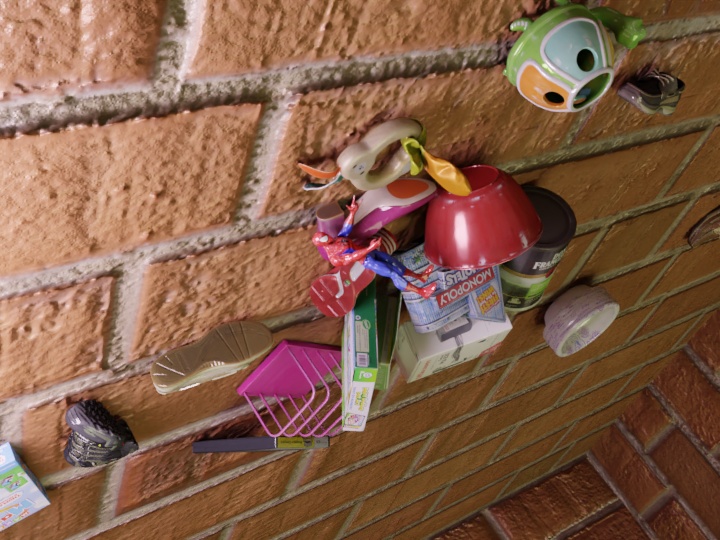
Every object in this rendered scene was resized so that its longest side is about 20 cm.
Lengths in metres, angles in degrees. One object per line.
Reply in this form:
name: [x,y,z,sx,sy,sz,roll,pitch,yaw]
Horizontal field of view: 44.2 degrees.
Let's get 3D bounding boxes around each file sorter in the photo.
file sorter: [-0.097,0.228,1.644,0.139,0.126,0.199,-46,151,17]

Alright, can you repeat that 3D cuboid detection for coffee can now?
coffee can: [0.306,-0.039,1.674,0.145,0.147,0.201,-23,151,-23]

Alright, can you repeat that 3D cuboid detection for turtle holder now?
turtle holder: [0.305,-0.303,1.272,0.184,0.132,0.142,-17,147,-32]

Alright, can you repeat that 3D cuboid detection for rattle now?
rattle: [0.030,-0.122,1.238,0.199,0.144,0.130,-23,169,-36]

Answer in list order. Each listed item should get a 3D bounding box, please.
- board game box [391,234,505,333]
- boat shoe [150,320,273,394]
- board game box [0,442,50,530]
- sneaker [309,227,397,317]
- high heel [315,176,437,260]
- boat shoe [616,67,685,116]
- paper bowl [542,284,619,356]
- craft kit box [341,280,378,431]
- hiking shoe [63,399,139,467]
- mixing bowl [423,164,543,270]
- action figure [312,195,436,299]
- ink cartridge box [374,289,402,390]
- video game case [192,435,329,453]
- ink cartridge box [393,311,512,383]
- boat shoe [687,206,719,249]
board game box: [0.171,0.023,1.553,0.199,0.202,0.061,-28,-165,-27]
boat shoe: [-0.234,0.141,1.412,0.199,0.074,0.063,-25,158,-16]
board game box: [-0.581,0.353,1.374,0.150,0.037,0.201,-28,152,-18]
sneaker: [0.000,0.000,1.455,0.115,0.079,0.200,-42,-177,-38]
high heel: [0.024,-0.080,1.364,0.198,0.068,0.097,-15,139,-9]
boat shoe: [0.517,-0.323,1.570,0.199,0.074,0.074,-13,136,-54]
paper bowl: [0.546,0.116,2.244,0.199,0.105,0.201,-27,152,-16]
craft kit box: [-0.004,0.141,1.535,0.048,0.202,0.199,5,141,-8]
hiking shoe: [-0.421,0.270,1.386,0.100,0.076,0.200,-36,154,-8]
mixing bowl: [0.185,-0.100,1.428,0.199,0.200,0.109,-27,119,-17]
action figure: [0.030,-0.035,1.303,0.198,0.066,0.099,17,125,-18]
ink cartridge box: [0.043,0.107,1.605,0.047,0.147,0.201,7,146,2]
video game case: [-0.188,0.335,1.702,0.198,0.026,0.180,-10,166,30]
ink cartridge box: [0.170,0.127,1.681,0.198,0.086,0.146,-17,159,-13]
boat shoe: [0.980,-0.126,2.402,0.200,0.074,0.076,-42,152,10]
